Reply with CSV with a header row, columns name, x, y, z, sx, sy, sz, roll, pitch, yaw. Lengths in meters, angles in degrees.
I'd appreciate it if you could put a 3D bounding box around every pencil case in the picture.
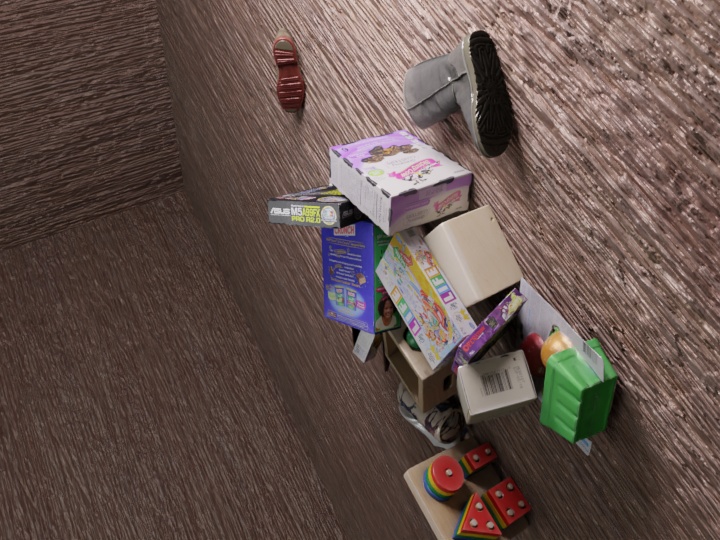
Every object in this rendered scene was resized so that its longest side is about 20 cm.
name,x,y,z,sx,sy,sz,roll,pitch,yaw
pencil case,0.155,0.299,1.330,0.199,0.088,0.079,32,149,59

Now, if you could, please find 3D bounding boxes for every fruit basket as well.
name,x,y,z,sx,sy,sz,roll,pitch,yaw
fruit basket,0.290,0.137,0.890,0.201,0.091,0.190,-115,16,-55

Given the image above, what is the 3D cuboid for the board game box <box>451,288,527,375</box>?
name,x,y,z,sx,sy,sz,roll,pitch,yaw
board game box,0.194,0.104,0.934,0.032,0.120,0.201,39,169,16

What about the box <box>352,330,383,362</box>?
name,x,y,z,sx,sy,sz,roll,pitch,yaw
box,0.035,0.098,1.226,0.041,0.038,0.204,38,125,29

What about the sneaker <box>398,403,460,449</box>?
name,x,y,z,sx,sy,sz,roll,pitch,yaw
sneaker,0.160,0.361,1.402,0.199,0.074,0.090,31,150,56

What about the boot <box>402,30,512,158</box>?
name,x,y,z,sx,sy,sz,roll,pitch,yaw
boot,0.135,-0.243,0.906,0.198,0.071,0.188,-8,89,61

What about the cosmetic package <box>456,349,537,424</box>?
name,x,y,z,sx,sy,sz,roll,pitch,yaw
cosmetic package,0.206,0.187,0.943,0.200,0.101,0.075,62,-167,-70

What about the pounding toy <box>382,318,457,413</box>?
name,x,y,z,sx,sy,sz,roll,pitch,yaw
pounding toy,0.146,0.157,1.193,0.186,0.140,0.202,54,165,33

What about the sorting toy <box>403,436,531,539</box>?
name,x,y,z,sx,sy,sz,roll,pitch,yaw
sorting toy,0.217,0.436,1.171,0.202,0.195,0.070,57,140,26

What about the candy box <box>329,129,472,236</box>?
name,x,y,z,sx,sy,sz,roll,pitch,yaw
candy box,0.064,-0.155,1.019,0.200,0.164,0.073,44,143,44

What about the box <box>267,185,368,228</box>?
name,x,y,z,sx,sy,sz,roll,pitch,yaw
box,-0.054,-0.122,1.123,0.156,0.199,0.046,6,108,29

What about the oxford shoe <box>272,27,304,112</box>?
name,x,y,z,sx,sy,sz,roll,pitch,yaw
oxford shoe,-0.171,-0.480,1.456,0.203,0.068,0.076,92,174,-48

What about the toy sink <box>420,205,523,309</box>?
name,x,y,z,sx,sy,sz,roll,pitch,yaw
toy sink,0.159,0.000,1.014,0.133,0.110,0.200,64,153,9

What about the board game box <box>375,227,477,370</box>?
name,x,y,z,sx,sy,sz,roll,pitch,yaw
board game box,0.102,0.045,0.991,0.203,0.034,0.135,59,153,20

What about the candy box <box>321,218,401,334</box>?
name,x,y,z,sx,sy,sz,roll,pitch,yaw
candy box,0.000,0.000,1.156,0.167,0.075,0.207,14,109,51

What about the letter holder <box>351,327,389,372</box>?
name,x,y,z,sx,sy,sz,roll,pitch,yaw
letter holder,0.026,0.109,1.351,0.144,0.097,0.204,-69,-19,-49

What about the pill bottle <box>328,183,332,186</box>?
name,x,y,z,sx,sy,sz,roll,pitch,yaw
pill bottle,0.014,-0.103,1.262,0.203,0.111,0.114,60,157,20
